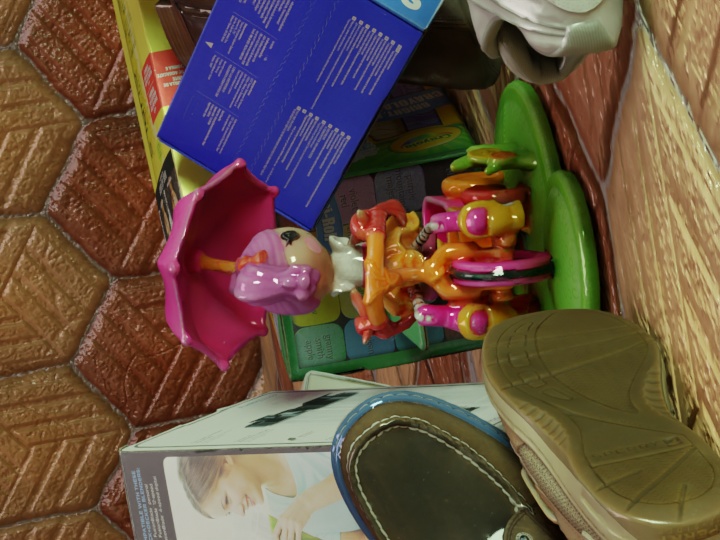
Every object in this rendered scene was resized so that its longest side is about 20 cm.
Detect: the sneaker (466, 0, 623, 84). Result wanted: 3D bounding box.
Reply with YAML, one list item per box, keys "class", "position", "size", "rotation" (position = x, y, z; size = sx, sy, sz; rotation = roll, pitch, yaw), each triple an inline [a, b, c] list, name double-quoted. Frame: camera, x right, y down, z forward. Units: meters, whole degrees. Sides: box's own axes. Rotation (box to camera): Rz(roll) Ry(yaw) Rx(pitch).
- class: "sneaker"
  position: [0.057, -0.124, 1.130]
  size: [0.200, 0.077, 0.100]
  rotation: [-117, 14, -75]

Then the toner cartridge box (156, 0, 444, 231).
- class: "toner cartridge box"
  position: [-0.029, -0.102, 1.378]
  size: [0.043, 0.095, 0.200]
  rotation: [-61, 2, -31]

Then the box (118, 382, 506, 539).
- class: "box"
  position: [0.005, 0.092, 1.285]
  size: [0.116, 0.199, 0.061]
  rotation: [-19, -78, -52]

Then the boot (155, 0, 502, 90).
- class: "boot"
  position: [-0.033, -0.165, 1.389]
  size: [0.199, 0.064, 0.187]
  rotation: [7, 140, 40]

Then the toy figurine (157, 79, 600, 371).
- class: "toy figurine"
  position: [0.000, 0.000, 1.317]
  size: [0.200, 0.183, 0.151]
  rotation: [-134, 38, -77]

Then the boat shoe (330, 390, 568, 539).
- class: "boat shoe"
  position: [0.068, 0.127, 1.137]
  size: [0.200, 0.072, 0.072]
  rotation: [44, -173, -9]

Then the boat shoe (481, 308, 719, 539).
- class: "boat shoe"
  position: [0.093, 0.076, 1.115]
  size: [0.200, 0.071, 0.065]
  rotation: [-114, 16, -64]

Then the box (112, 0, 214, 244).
- class: "box"
  position: [-0.093, -0.099, 1.536]
  size: [0.075, 0.050, 0.201]
  rotation: [120, 139, -69]

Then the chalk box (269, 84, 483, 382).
- class: "chalk box"
  position: [0.003, -0.023, 1.593]
  size: [0.200, 0.123, 0.125]
  rotation: [-110, 12, -64]

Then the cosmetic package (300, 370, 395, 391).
- class: "cosmetic package"
  position: [-0.018, 0.152, 1.553]
  size: [0.200, 0.073, 0.104]
  rotation: [110, 169, -57]
